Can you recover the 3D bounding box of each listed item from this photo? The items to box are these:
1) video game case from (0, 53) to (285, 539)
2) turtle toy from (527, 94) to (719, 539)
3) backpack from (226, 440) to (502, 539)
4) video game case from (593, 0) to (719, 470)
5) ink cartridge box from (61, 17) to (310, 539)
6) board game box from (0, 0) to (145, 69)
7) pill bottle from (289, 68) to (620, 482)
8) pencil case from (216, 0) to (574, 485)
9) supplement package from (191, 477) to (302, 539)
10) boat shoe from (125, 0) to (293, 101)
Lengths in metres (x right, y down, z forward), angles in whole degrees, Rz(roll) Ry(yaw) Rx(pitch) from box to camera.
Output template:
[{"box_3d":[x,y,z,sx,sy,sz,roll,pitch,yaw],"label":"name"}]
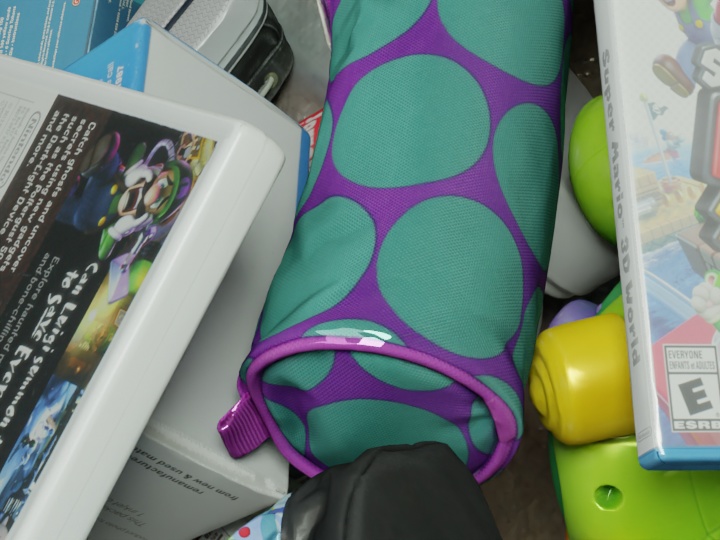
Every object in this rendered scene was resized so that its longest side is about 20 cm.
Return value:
[{"box_3d":[-0.121,0.034,0.648,0.181,0.023,0.201,19,79,53],"label":"video game case"},{"box_3d":[0.116,0.031,0.703,0.144,0.101,0.202,-11,102,-11],"label":"turtle toy"},{"box_3d":[-0.045,0.162,0.603,0.200,0.153,0.164,-35,66,35],"label":"backpack"},{"box_3d":[0.142,-0.040,0.656,0.018,0.142,0.202,130,138,-67],"label":"video game case"},{"box_3d":[-0.117,0.029,0.734,0.199,0.086,0.148,-28,46,38],"label":"ink cartridge box"},{"box_3d":[-0.186,-0.092,1.003,0.199,0.047,0.152,3,78,34],"label":"board game box"},{"box_3d":[0.000,0.000,0.810,0.199,0.119,0.120,-29,62,23],"label":"pill bottle"},{"box_3d":[0.016,-0.033,0.678,0.091,0.085,0.201,0,54,13],"label":"pencil case"},{"box_3d":[-0.010,0.188,0.739,0.200,0.151,0.151,42,99,35],"label":"supplement package"},{"box_3d":[-0.096,-0.035,0.893,0.200,0.071,0.072,-49,41,-6],"label":"boat shoe"}]
